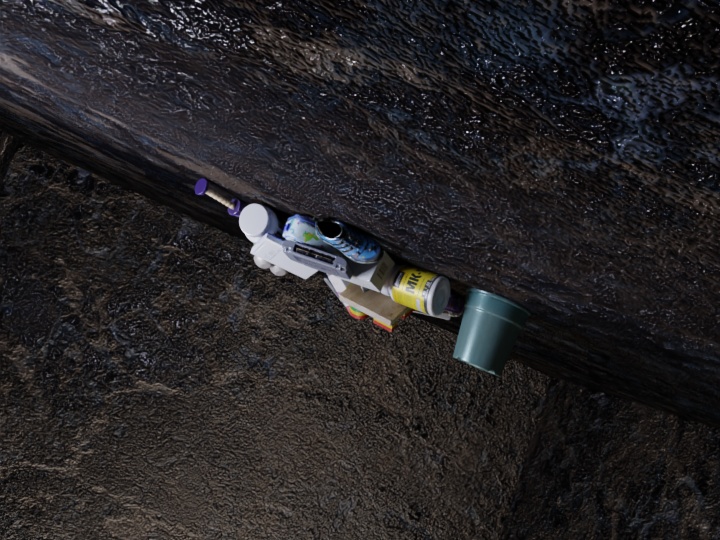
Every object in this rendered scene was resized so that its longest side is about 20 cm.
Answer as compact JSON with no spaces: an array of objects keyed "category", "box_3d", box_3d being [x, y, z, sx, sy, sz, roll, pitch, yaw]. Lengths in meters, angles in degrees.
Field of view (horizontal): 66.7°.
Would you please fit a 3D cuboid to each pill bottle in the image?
[{"category":"pill bottle","box_3d":[-0.298,-0.133,1.704,0.112,0.120,0.200,20,173,13]},{"category":"pill bottle","box_3d":[0.155,0.050,1.597,0.195,0.118,0.113,18,173,36]}]

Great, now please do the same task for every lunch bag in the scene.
[{"category":"lunch bag","box_3d":[-0.147,-0.099,1.586,0.156,0.085,0.199,23,175,-14]}]

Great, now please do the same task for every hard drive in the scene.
[{"category":"hard drive","box_3d":[-0.222,-0.041,1.660,0.196,0.026,0.131,26,150,-24]}]

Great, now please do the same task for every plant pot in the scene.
[{"category":"plant pot","box_3d":[0.364,0.182,1.565,0.194,0.202,0.200,21,175,2]}]

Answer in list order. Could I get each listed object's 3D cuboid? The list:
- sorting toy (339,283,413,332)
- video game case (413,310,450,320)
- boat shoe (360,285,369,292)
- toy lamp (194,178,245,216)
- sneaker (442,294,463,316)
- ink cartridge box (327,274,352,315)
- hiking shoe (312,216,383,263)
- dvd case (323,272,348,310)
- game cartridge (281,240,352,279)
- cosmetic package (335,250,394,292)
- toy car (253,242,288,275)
[{"category":"sorting toy","box_3d":[0.064,0.098,1.695,0.194,0.072,0.199,24,-142,27]},{"category":"video game case","box_3d":[0.205,0.103,1.870,0.176,0.024,0.201,14,-162,-9]},{"category":"boat shoe","box_3d":[0.000,0.000,1.703,0.201,0.069,0.074,-123,9,-62]},{"category":"toy lamp","box_3d":[-0.436,-0.225,1.730,0.057,0.060,0.199,18,170,34]},{"category":"sneaker","box_3d":[0.281,0.097,1.766,0.080,0.086,0.197,37,-160,35]},{"category":"ink cartridge box","box_3d":[-0.032,0.036,1.918,0.067,0.116,0.204,-22,103,53]},{"category":"hiking shoe","box_3d":[-0.034,-0.075,1.397,0.194,0.077,0.087,22,175,9]},{"category":"dvd case","box_3d":[-0.078,0.031,2.011,0.017,0.146,0.201,-14,138,21]},{"category":"game cartridge","box_3d":[-0.117,-0.028,1.535,0.193,0.042,0.134,19,166,11]},{"category":"cosmetic package","box_3d":[-0.005,-0.018,1.619,0.196,0.104,0.071,18,162,42]},{"category":"toy car","box_3d":[-0.302,-0.095,2.011,0.147,0.181,0.198,-22,150,28]}]
